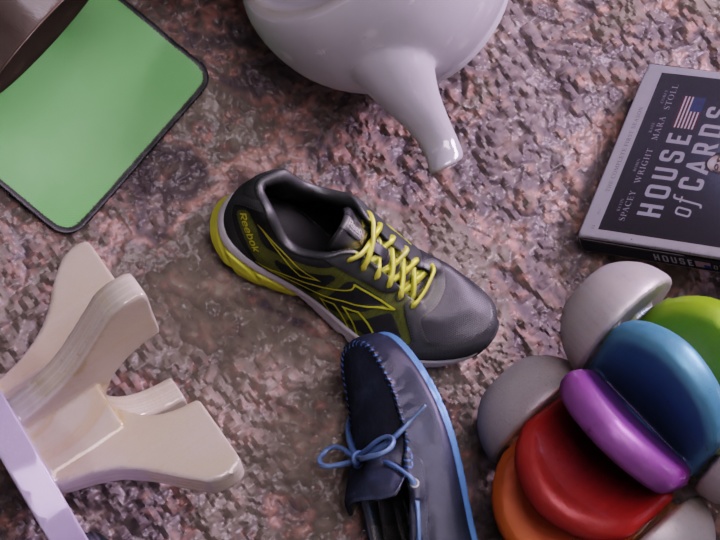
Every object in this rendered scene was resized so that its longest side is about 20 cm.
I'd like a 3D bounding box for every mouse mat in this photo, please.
[{"bbox_3d":[-0.217,-0.136,1.489,0.200,0.008,0.161,39,65,0],"label":"mouse mat"}]

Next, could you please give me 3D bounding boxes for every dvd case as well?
[{"bbox_3d":[0.262,-0.064,1.531,0.199,0.025,0.151,10,61,28],"label":"dvd case"}]

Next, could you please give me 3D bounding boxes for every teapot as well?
[{"bbox_3d":[0.028,-0.191,1.508,0.146,0.197,0.200,40,82,-38],"label":"teapot"}]

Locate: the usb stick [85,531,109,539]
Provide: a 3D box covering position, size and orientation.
[{"bbox_3d":[-0.223,0.220,1.343,0.200,0.033,0.056,-28,81,-23],"label":"usb stick"}]

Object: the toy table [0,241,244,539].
[{"bbox_3d":[-0.161,0.082,1.344,0.117,0.184,0.200,-31,73,-11],"label":"toy table"}]

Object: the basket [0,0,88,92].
[{"bbox_3d":[-0.268,-0.216,1.430,0.200,0.136,0.180,42,84,-3],"label":"basket"}]

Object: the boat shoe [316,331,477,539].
[{"bbox_3d":[0.024,0.134,1.418,0.068,0.084,0.201,-10,71,-31],"label":"boat shoe"}]

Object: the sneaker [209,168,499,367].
[{"bbox_3d":[0.000,0.000,1.460,0.199,0.085,0.075,23,67,-7],"label":"sneaker"}]

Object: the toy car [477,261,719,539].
[{"bbox_3d":[0.160,0.103,1.402,0.175,0.200,0.150,47,21,16],"label":"toy car"}]
